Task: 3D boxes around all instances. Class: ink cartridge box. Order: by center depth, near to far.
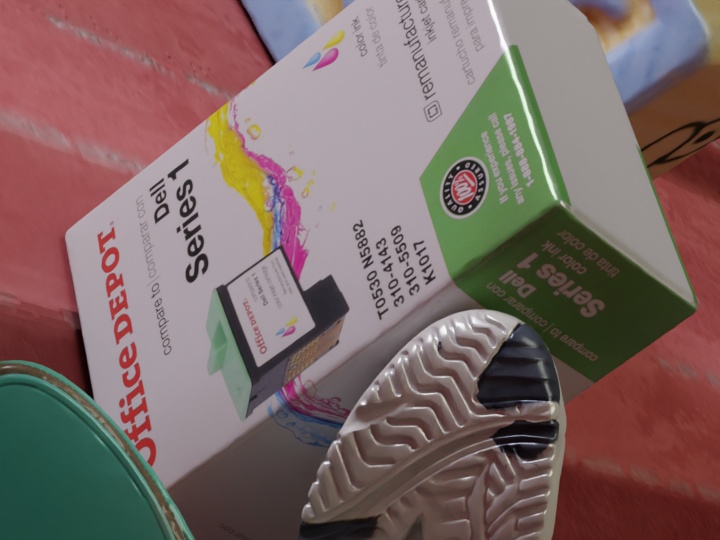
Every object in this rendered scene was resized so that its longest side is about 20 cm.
[{"bbox_3d":[0.000,0.000,0.942,0.084,0.200,0.145,33,30,-40],"label":"ink cartridge box"}]

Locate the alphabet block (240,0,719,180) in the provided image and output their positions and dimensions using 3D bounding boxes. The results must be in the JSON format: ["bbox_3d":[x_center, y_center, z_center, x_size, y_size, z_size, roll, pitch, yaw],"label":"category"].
[{"bbox_3d":[0.079,-0.132,1.335,0.197,0.195,0.200,62,20,10],"label":"alphabet block"}]

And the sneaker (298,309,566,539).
[{"bbox_3d":[0.030,0.104,0.906,0.130,0.079,0.201,-27,125,-74],"label":"sneaker"}]

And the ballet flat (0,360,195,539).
[{"bbox_3d":[-0.065,0.117,0.831,0.201,0.067,0.070,56,-4,-2],"label":"ballet flat"}]
